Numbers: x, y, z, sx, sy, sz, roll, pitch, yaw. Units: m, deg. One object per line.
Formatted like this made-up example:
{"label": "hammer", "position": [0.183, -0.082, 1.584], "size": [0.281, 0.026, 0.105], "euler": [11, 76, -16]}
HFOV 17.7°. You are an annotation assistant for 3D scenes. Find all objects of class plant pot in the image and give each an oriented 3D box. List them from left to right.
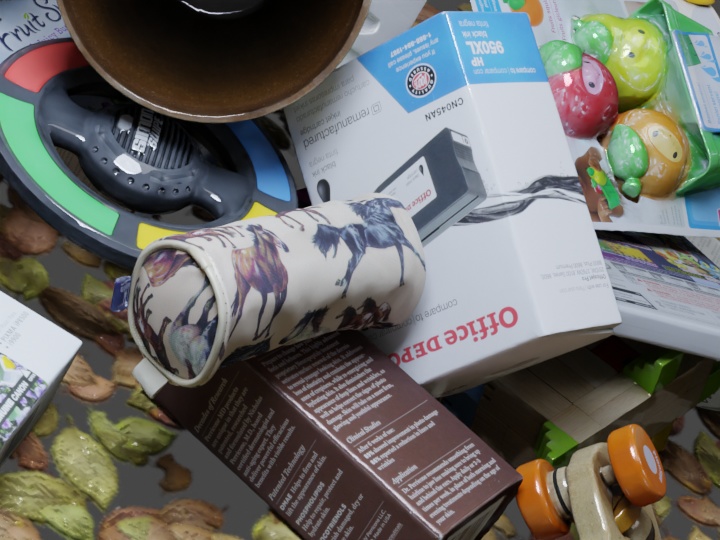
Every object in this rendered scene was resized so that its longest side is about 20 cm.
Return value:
{"label": "plant pot", "position": [-0.086, -0.193, 1.409], "size": [0.186, 0.187, 0.200], "euler": [28, 8, -6]}

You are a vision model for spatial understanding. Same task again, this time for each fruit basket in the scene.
{"label": "fruit basket", "position": [0.168, -0.113, 1.543], "size": [0.200, 0.094, 0.186], "euler": [6, 62, -43]}

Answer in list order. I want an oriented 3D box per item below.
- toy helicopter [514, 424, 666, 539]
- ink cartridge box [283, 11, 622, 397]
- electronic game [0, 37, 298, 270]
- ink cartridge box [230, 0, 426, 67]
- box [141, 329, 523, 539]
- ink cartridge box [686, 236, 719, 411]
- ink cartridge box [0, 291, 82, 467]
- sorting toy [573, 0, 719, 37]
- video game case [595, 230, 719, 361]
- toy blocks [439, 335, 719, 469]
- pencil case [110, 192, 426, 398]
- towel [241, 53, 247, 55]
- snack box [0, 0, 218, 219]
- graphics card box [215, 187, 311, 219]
{"label": "toy helicopter", "position": [0.164, 0.196, 1.340], "size": [0.132, 0.079, 0.201], "euler": [39, 34, -54]}
{"label": "ink cartridge box", "position": [0.053, -0.036, 1.376], "size": [0.084, 0.144, 0.201], "euler": [-6, 76, -49]}
{"label": "electronic game", "position": [-0.128, -0.068, 1.365], "size": [0.199, 0.042, 0.200], "euler": [20, 37, -16]}
{"label": "ink cartridge box", "position": [-0.060, -0.236, 1.606], "size": [0.200, 0.145, 0.147], "euler": [34, 3, 23]}
{"label": "box", "position": [-0.017, 0.093, 1.328], "size": [0.200, 0.075, 0.100], "euler": [43, 34, 15]}
{"label": "ink cartridge box", "position": [0.283, 0.061, 1.662], "size": [0.200, 0.047, 0.160], "euler": [37, 31, 2]}
{"label": "ink cartridge box", "position": [-0.259, 0.027, 1.229], "size": [0.200, 0.050, 0.109], "euler": [32, 31, -1]}
{"label": "sorting toy", "position": [0.194, -0.131, 1.683], "size": [0.180, 0.107, 0.201], "euler": [-19, 81, -47]}
{"label": "video game case", "position": [0.173, 0.003, 1.495], "size": [0.199, 0.023, 0.182], "euler": [13, 21, -32]}
{"label": "toy blocks", "position": [0.128, 0.060, 1.482], "size": [0.137, 0.100, 0.200], "euler": [37, 43, 26]}
{"label": "pencil case", "position": [-0.044, 0.009, 1.274], "size": [0.200, 0.089, 0.078], "euler": [-15, 62, -51]}
{"label": "towel", "position": [-0.044, -0.125, 1.549], "size": [0.149, 0.031, 0.200], "euler": [33, 3, -33]}
{"label": "snack box", "position": [-0.189, -0.122, 1.483], "size": [0.200, 0.068, 0.169], "euler": [34, 32, 5]}
{"label": "graphics card box", "position": [0.000, 0.000, 1.493], "size": [0.125, 0.051, 0.200], "euler": [45, 35, 20]}
